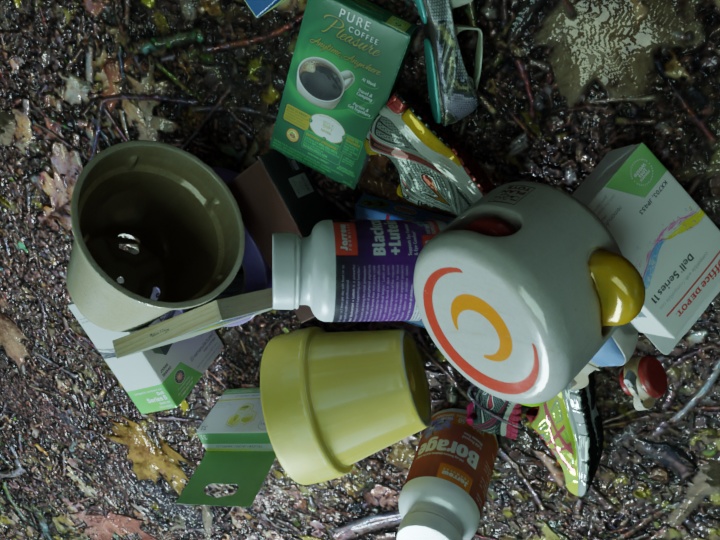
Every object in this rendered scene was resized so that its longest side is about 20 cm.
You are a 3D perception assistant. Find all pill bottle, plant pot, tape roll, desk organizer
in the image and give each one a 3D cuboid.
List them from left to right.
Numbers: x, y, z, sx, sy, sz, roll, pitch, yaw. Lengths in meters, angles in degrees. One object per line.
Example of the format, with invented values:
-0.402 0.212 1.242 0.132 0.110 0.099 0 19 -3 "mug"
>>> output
-0.264 -0.018 0.862 0.200 0.201 0.183 44 139 -9 "plant pot"
-0.197 -0.030 0.983 0.196 0.085 0.204 12 125 18 "tape roll"
-0.080 -0.044 0.901 0.076 0.071 0.203 -27 94 37 "desk organizer"
-0.010 0.165 0.967 0.185 0.202 0.204 -16 115 15 "plant pot"
0.000 0.000 0.803 0.195 0.112 0.113 -1 126 -8 "pill bottle"
0.116 0.294 0.978 0.110 0.201 0.114 11 126 16 "pill bottle"

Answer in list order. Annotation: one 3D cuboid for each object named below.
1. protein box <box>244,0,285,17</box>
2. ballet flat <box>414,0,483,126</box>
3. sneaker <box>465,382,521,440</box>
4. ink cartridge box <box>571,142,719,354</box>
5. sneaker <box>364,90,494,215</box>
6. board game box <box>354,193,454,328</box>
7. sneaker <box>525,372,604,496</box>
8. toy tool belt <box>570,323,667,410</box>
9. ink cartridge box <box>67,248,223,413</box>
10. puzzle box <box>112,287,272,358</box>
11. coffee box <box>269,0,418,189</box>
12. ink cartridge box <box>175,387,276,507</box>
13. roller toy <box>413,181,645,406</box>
-0.065 -0.389 0.655 0.197 0.135 0.201 -27 108 35 "protein box"
0.087 -0.252 0.731 0.071 0.072 0.204 -3 120 25 "ballet flat"
0.173 0.143 0.916 0.073 0.081 0.203 6 131 12 "sneaker"
0.302 -0.015 0.741 0.200 0.067 0.117 44 84 -9 "ink cartridge box"
0.086 -0.101 0.802 0.200 0.078 0.082 45 113 -8 "sneaker"
0.083 0.001 0.906 0.196 0.037 0.154 17 126 14 "board game box"
0.263 0.204 0.941 0.089 0.078 0.204 2 116 33 "sneaker"
0.248 0.074 0.831 0.201 0.125 0.122 51 139 -11 "toy tool belt"
-0.310 0.083 1.067 0.083 0.146 0.203 -13 116 30 "ink cartridge box"
-0.200 0.064 0.911 0.197 0.132 0.026 -20 86 32 "puzzle box"
-0.023 -0.204 0.815 0.121 0.044 0.202 26 128 6 "coffee box"
-0.186 0.260 1.092 0.143 0.201 0.049 -8 119 27 "ink cartridge box"
0.154 0.016 0.689 0.183 0.139 0.201 46 150 14 "roller toy"
